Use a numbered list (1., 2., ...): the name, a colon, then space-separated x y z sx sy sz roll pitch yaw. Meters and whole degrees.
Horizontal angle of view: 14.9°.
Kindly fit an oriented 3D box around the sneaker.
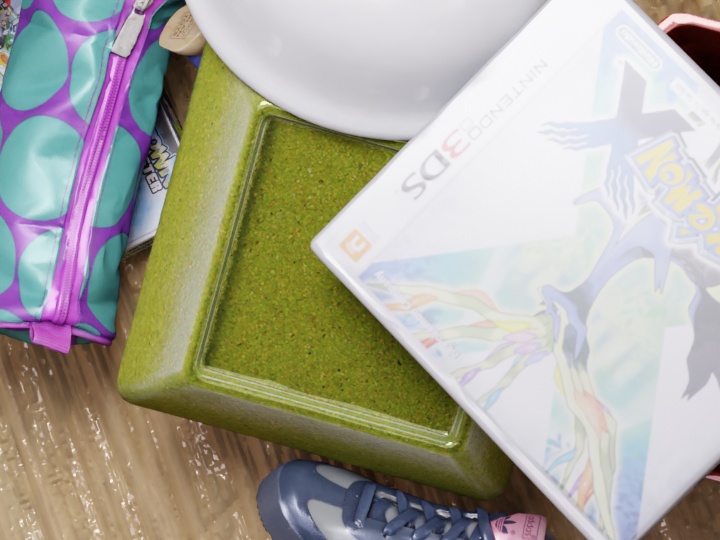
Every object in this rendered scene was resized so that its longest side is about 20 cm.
1. sneaker: 0.049 0.134 1.351 0.199 0.070 0.082 27 131 -13

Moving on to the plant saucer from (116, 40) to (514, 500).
1. plant saucer: 0.000 0.000 1.308 0.198 0.048 0.201 15 103 -3

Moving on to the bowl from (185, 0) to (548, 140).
1. bowl: 0.016 -0.168 1.275 0.200 0.091 0.202 4 62 -8

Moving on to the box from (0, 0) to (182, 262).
1. box: -0.164 -0.097 1.439 0.110 0.035 0.201 -27 84 5

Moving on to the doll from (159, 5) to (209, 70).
1. doll: -0.009 -0.075 1.374 0.200 0.048 0.137 36 70 -26

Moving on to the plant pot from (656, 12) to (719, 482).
1. plant pot: 0.217 0.009 1.313 0.199 0.176 0.201 15 88 9

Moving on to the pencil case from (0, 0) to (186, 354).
1. pencil case: -0.142 -0.062 1.371 0.085 0.092 0.201 13 89 -26

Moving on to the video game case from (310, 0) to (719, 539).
1. video game case: 0.108 -0.004 1.231 0.182 0.022 0.200 -45 81 5
